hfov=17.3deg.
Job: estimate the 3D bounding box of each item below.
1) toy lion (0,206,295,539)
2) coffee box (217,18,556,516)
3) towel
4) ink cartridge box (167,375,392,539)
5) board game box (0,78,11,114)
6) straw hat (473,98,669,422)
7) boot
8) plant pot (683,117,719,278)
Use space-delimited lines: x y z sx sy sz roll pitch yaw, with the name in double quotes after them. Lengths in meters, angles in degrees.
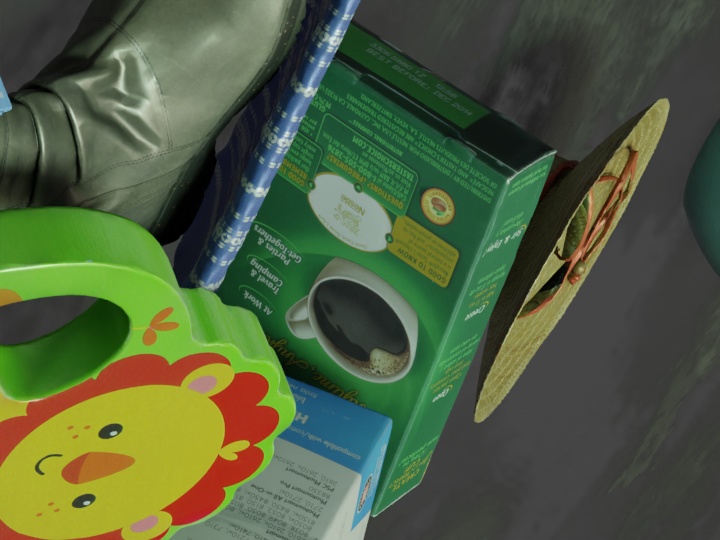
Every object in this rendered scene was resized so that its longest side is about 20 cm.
-0.113 0.048 0.864 0.191 0.069 0.200 -9 144 -22 "toy lion"
0.000 0.000 1.060 0.044 0.123 0.200 -31 148 -48 "coffee box"
-0.029 -0.080 0.928 0.145 0.024 0.200 -85 -160 -69 "towel"
-0.061 0.152 1.004 0.200 0.068 0.116 -58 166 -46 "ink cartridge box"
-0.174 -0.029 0.592 0.151 0.037 0.200 -21 -177 -1 "board game box"
0.075 -0.026 1.214 0.201 0.085 0.201 -56 169 -16 "straw hat"
-0.097 -0.065 0.844 0.130 0.068 0.200 -22 145 -47 "boot"
0.311 -0.047 1.544 0.201 0.161 0.201 -42 156 -24 "plant pot"
